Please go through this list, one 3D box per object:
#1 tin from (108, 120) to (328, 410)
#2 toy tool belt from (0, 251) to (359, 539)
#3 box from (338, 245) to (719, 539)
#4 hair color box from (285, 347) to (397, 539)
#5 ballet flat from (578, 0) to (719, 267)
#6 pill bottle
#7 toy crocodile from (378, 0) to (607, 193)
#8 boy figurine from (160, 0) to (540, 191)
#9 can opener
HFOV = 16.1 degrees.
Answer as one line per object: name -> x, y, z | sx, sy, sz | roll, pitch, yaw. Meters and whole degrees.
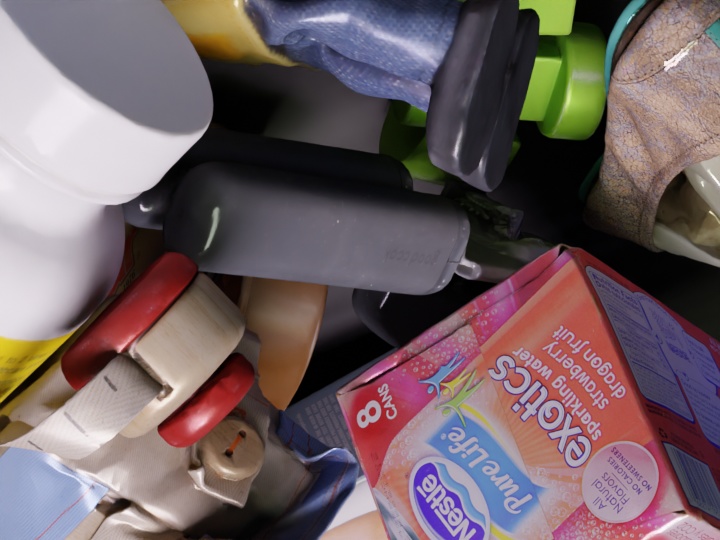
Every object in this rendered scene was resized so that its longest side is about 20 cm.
tin -> -0.072, 0.034, 0.899 | 0.042, 0.112, 0.200 | 9, 136, -31
toy tool belt -> -0.053, 0.073, 0.747 | 0.123, 0.125, 0.200 | 45, 150, -6
box -> 0.093, 0.083, 0.840 | 0.095, 0.103, 0.200 | -33, 148, 19
hair color box -> 0.018, 0.089, 0.964 | 0.200, 0.061, 0.099 | -29, 128, 1
ballet flat -> 0.110, -0.035, 0.821 | 0.068, 0.067, 0.200 | -46, 167, -4
pill bottle -> -0.136, -0.004, 0.705 | 0.111, 0.111, 0.200 | 31, 120, -34
toy crocodile -> 0.050, -0.102, 0.815 | 0.067, 0.062, 0.200 | 3, 132, -13
boy figurine -> -0.050, -0.081, 0.760 | 0.200, 0.064, 0.124 | 15, 179, 12
can opener -> 0.000, 0.000, 0.798 | 0.200, 0.053, 0.067 | 6, 114, -49
